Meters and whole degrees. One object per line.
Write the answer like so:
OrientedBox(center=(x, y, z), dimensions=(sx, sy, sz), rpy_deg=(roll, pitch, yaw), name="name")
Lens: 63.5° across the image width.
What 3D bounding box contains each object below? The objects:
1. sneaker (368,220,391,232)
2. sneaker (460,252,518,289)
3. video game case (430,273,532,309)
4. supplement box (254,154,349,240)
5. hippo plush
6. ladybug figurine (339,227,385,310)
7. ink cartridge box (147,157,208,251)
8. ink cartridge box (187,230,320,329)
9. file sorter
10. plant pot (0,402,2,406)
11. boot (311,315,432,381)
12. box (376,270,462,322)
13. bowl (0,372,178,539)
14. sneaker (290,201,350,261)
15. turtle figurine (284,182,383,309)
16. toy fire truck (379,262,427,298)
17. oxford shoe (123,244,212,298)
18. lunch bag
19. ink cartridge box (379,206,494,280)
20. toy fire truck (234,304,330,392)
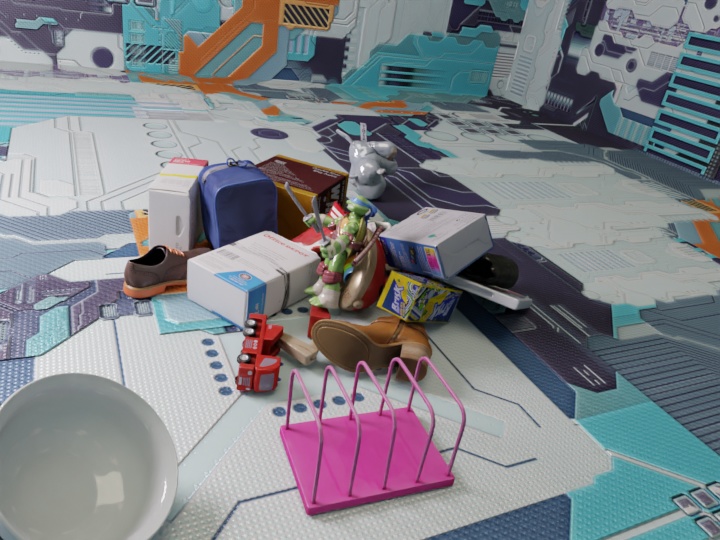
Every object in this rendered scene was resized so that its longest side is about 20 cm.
OrientedBox(center=(-0.022, -0.082, 1.278), dimensions=(0.200, 0.075, 0.100), rpy_deg=(-10, -11, -32), name="sneaker")
OrientedBox(center=(0.210, -0.023, 1.148), dimensions=(0.200, 0.076, 0.091), rpy_deg=(22, 13, 40), name="sneaker")
OrientedBox(center=(0.241, 0.034, 1.158), dimensions=(0.182, 0.023, 0.200), rpy_deg=(22, 6, 22), name="video game case")
OrientedBox(center=(-0.160, -0.164, 1.361), dimensions=(0.197, 0.133, 0.200), rpy_deg=(18, 29, 15), name="supplement box")
OrientedBox(center=(0.038, -0.292, 1.629), dimensions=(0.159, 0.200, 0.161), rpy_deg=(-15, 38, -1), name="hippo plush")
OrientedBox(center=(0.000, 0.000, 1.115), dimensions=(0.072, 0.136, 0.200), rpy_deg=(23, 42, -23), name="ladybug figurine")
OrientedBox(center=(-0.378, -0.137, 1.223), dimensions=(0.083, 0.145, 0.200), rpy_deg=(6, 28, -6), name="ink cartridge box")
OrientedBox(center=(-0.192, 0.010, 1.070), dimensions=(0.146, 0.086, 0.200), rpy_deg=(25, 29, 26), name="ink cartridge box")
OrientedBox(center=(0.014, 0.196, 0.746), dimensions=(0.199, 0.126, 0.139), rpy_deg=(-3, 30, -22), name="file sorter")
OrientedBox(center=(-0.454, 0.186, 0.600), dimensions=(0.200, 0.135, 0.200), rpy_deg=(7, 27, -4), name="plant pot")
OrientedBox(center=(0.022, 0.109, 0.971), dimensions=(0.200, 0.074, 0.155), rpy_deg=(23, 21, -2), name="boot")
OrientedBox(center=(0.111, 0.050, 1.041), dimensions=(0.064, 0.070, 0.200), rpy_deg=(27, 8, 29), name="box")
OrientedBox(center=(-0.300, 0.215, 0.604), dimensions=(0.201, 0.090, 0.201), rpy_deg=(39, 26, -23), name="bowl")
OrientedBox(center=(-0.072, -0.072, 1.176), dimensions=(0.078, 0.116, 0.200), rpy_deg=(39, -20, -31), name="sneaker")
OrientedBox(center=(-0.072, -0.044, 0.998), dimensions=(0.144, 0.194, 0.200), rpy_deg=(24, 15, 39), name="turtle figurine")
OrientedBox(center=(0.072, 0.005, 1.193), dimensions=(0.141, 0.049, 0.200), rpy_deg=(20, 31, 21), name="toy fire truck")
OrientedBox(center=(-0.345, -0.014, 1.080), dimensions=(0.071, 0.073, 0.200), rpy_deg=(23, 30, 24), name="oxford shoe")
OrientedBox(center=(-0.257, -0.133, 1.198), dimensions=(0.136, 0.200, 0.132), rpy_deg=(-13, 34, -29), name="lunch bag")
OrientedBox(center=(0.132, -0.058, 1.112), dimensions=(0.136, 0.076, 0.200), rpy_deg=(-31, 28, -27), name="ink cartridge box")
OrientedBox(center=(-0.119, 0.119, 0.929), dimensions=(0.141, 0.049, 0.200), rpy_deg=(8, 28, -8), name="toy fire truck")
